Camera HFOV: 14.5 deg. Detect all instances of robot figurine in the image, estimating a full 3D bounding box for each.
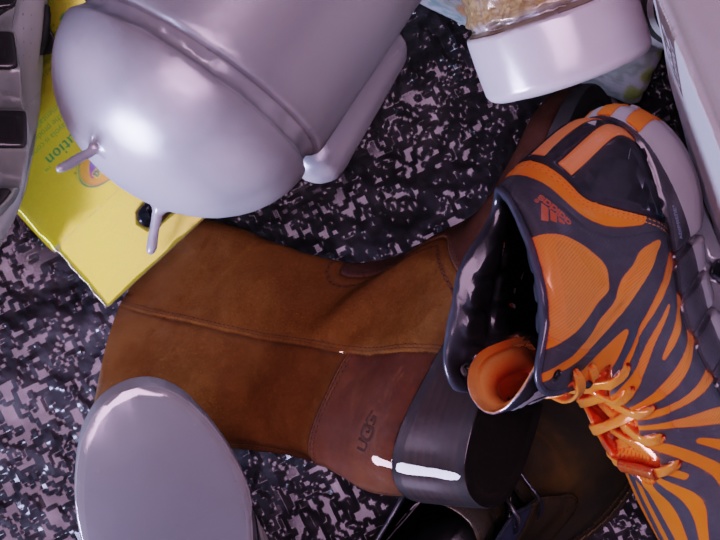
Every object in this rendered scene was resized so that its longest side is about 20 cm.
[{"bbox_3d":[-0.045,-0.104,1.111,0.170,0.113,0.200,40,79,-38],"label":"robot figurine"}]

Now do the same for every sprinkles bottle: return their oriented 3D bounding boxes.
[{"bbox_3d":[0.049,-0.167,1.070,0.068,0.068,0.200,-19,97,3],"label":"sprinkles bottle"}]

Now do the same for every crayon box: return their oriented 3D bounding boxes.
[{"bbox_3d":[-0.127,-0.098,1.199,0.127,0.051,0.200,-41,87,3],"label":"crayon box"}]

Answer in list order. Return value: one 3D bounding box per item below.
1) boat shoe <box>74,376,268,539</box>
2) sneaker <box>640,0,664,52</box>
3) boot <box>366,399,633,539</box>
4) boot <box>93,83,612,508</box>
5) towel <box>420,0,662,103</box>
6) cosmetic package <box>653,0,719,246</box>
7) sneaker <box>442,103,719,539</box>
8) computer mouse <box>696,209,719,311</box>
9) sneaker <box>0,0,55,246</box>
[{"bbox_3d":[-0.065,0.126,1.160,0.072,0.066,0.200,-25,113,-1],"label":"boat shoe"},{"bbox_3d":[0.200,-0.136,1.129,0.200,0.115,0.076,-29,111,-14],"label":"sneaker"},{"bbox_3d":[0.067,0.090,1.164,0.075,0.097,0.200,44,92,3],"label":"boot"},{"bbox_3d":[0.000,0.000,1.165,0.200,0.068,0.189,10,76,37],"label":"boot"},{"bbox_3d":[0.083,-0.195,1.189,0.171,0.048,0.200,26,92,4],"label":"towel"},{"bbox_3d":[0.229,-0.041,1.026,0.200,0.165,0.165,-20,59,3],"label":"cosmetic package"},{"bbox_3d":[0.088,0.046,1.073,0.112,0.078,0.200,-32,110,-37],"label":"sneaker"},{"bbox_3d":[0.142,0.001,1.147,0.200,0.044,0.110,35,90,29],"label":"computer mouse"},{"bbox_3d":[-0.162,-0.093,1.144,0.074,0.089,0.200,5,66,-2],"label":"sneaker"}]
